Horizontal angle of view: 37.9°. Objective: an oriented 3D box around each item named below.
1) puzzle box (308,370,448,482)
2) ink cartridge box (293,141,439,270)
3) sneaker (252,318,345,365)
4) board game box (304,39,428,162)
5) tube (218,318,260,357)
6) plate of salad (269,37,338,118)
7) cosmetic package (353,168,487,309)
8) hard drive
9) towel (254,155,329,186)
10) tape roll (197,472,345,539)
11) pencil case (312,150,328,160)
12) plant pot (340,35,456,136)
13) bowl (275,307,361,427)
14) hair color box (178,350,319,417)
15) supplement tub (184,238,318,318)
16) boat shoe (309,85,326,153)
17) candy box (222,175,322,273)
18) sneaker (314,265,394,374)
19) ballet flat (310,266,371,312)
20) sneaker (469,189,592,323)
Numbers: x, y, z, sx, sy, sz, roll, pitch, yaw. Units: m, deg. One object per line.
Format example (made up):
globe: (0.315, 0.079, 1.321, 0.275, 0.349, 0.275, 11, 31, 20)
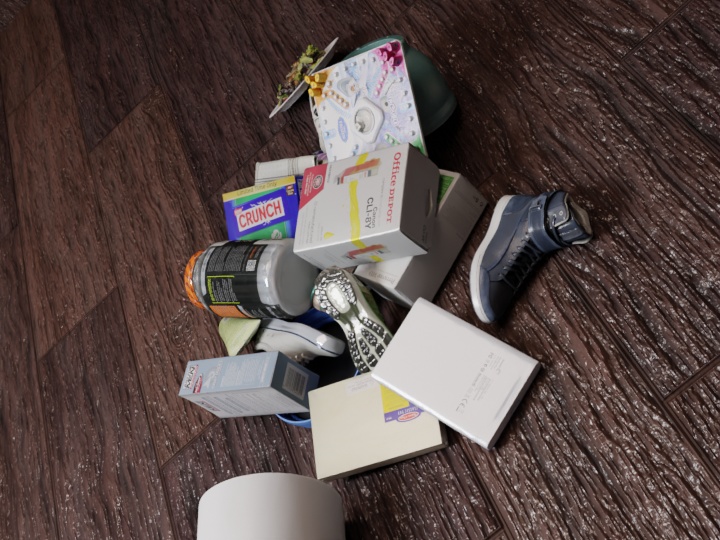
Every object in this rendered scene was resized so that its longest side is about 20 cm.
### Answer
puzzle box: (0.022, 0.209, 1.475, 0.198, 0.025, 0.134, -19, 60, 22)
ink cartridge box: (0.008, -0.092, 1.552, 0.198, 0.083, 0.147, -10, 62, 35)
sneaker: (-0.094, 0.120, 1.601, 0.199, 0.073, 0.071, 6, 75, 55)
board game box: (0.005, -0.234, 1.640, 0.199, 0.026, 0.202, -12, 91, 43)
tube: (-0.197, 0.105, 1.706, 0.200, 0.051, 0.059, -174, 79, -77)
plate of salad: (-0.114, -0.371, 1.986, 0.200, 0.048, 0.200, -46, 12, 13)
cosmetic package: (0.092, -0.048, 1.586, 0.107, 0.085, 0.201, 18, 73, 50)
hard drive: (0.126, 0.136, 1.420, 0.199, 0.025, 0.133, 28, 81, 31)
towel: (-0.114, -0.095, 1.788, 0.199, 0.034, 0.195, 1, 91, 43)
tape roll: (-0.119, 0.375, 1.391, 0.202, 0.202, 0.140, -27, 47, 26)
pencil case: (0.000, -0.161, 1.761, 0.199, 0.085, 0.085, 5, 102, 45)
plant pot: (0.042, -0.299, 1.720, 0.199, 0.135, 0.201, -21, 27, 11)
bowl: (-0.062, 0.148, 1.624, 0.199, 0.039, 0.202, -24, 49, 29)
hair color box: (-0.171, 0.176, 1.600, 0.199, 0.099, 0.061, -10, 56, 38)
supplement tub: (-0.173, 0.013, 1.646, 0.198, 0.122, 0.124, 0, 62, 36)
boat shoe: (-0.059, -0.273, 1.898, 0.071, 0.070, 0.201, -31, 44, 23)
candy box: (-0.133, -0.045, 1.735, 0.168, 0.077, 0.202, -11, 85, 38)
sneaker: (0.016, 0.077, 1.545, 0.077, 0.088, 0.201, -33, 83, 28)
ballet flat: (0.000, 0.000, 1.644, 0.067, 0.068, 0.200, 25, 56, 21)
sneaker: (0.235, -0.023, 1.440, 0.145, 0.077, 0.204, -4, 59, 44)
